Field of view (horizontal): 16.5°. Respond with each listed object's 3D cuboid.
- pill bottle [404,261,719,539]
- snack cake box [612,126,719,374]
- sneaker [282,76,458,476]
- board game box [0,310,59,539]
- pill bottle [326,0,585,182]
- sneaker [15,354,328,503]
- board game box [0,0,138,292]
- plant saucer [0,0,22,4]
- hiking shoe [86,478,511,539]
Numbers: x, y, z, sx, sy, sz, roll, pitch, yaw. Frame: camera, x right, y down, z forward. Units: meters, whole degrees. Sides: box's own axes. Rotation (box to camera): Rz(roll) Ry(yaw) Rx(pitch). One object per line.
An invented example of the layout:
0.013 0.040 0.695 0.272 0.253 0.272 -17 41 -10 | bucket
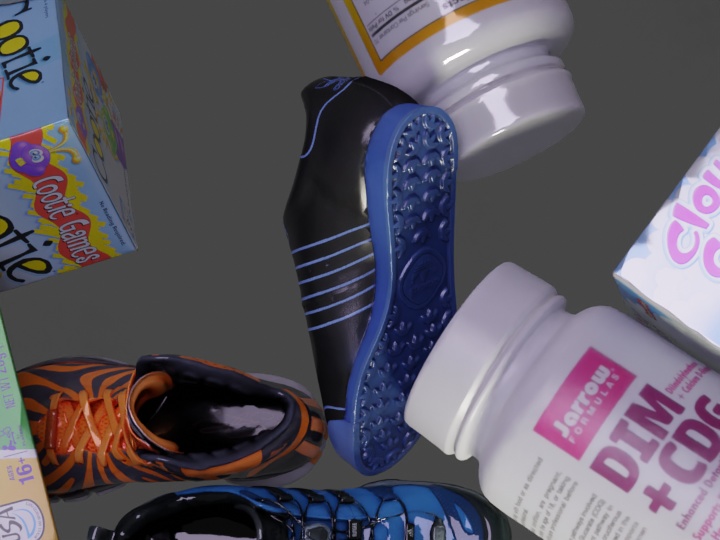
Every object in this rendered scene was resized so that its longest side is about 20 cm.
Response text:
0.128 0.088 1.188 0.200 0.113 0.113 33 86 13 | pill bottle
0.209 -0.048 1.200 0.067 0.115 0.200 36 86 14 | snack cake box
0.000 0.000 1.229 0.078 0.070 0.200 26 119 40 | sneaker
-0.258 0.087 1.187 0.200 0.040 0.153 -14 80 -11 | board game box
0.036 -0.149 1.249 0.109 0.109 0.200 -26 77 4 | pill bottle
-0.120 0.071 1.232 0.199 0.112 0.078 -5 79 8 | sneaker
-0.227 -0.048 1.259 0.200 0.103 0.105 -17 48 6 | board game box
-0.178 -0.222 1.288 0.201 0.039 0.201 -9 50 11 | plant saucer
-0.027 0.140 1.217 0.199 0.087 0.075 -5 81 9 | hiking shoe
